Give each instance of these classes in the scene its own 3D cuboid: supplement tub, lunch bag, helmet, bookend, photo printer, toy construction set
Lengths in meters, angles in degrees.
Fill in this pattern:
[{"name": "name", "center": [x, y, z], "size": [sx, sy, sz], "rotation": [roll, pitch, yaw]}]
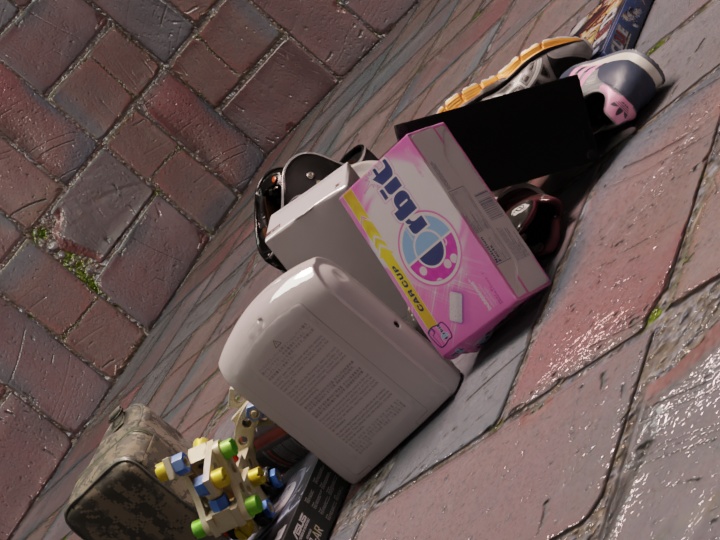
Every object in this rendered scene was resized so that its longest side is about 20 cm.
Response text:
[{"name": "supplement tub", "center": [-0.051, 0.150, 1.624], "size": [0.200, 0.107, 0.107], "rotation": [-34, 19, 55]}, {"name": "lunch bag", "center": [-0.221, 0.259, 1.722], "size": [0.139, 0.200, 0.168], "rotation": [-42, 16, 24]}, {"name": "helmet", "center": [-0.044, -0.085, 2.164], "size": [0.200, 0.189, 0.202], "rotation": [-176, 90, -70]}, {"name": "bookend", "center": [0.125, -0.132, 1.601], "size": [0.199, 0.093, 0.199], "rotation": [-16, 4, -8]}, {"name": "photo printer", "center": [-0.028, 0.093, 1.466], "size": [0.166, 0.200, 0.070], "rotation": [-46, 11, 25]}, {"name": "toy construction set", "center": [-0.128, 0.190, 1.494], "size": [0.092, 0.132, 0.200], "rotation": [-21, 18, 27]}]

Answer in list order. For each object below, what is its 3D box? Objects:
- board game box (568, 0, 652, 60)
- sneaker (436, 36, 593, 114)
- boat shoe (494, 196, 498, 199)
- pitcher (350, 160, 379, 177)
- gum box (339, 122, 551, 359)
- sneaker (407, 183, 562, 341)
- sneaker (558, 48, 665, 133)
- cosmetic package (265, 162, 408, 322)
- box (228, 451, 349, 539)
[{"name": "board game box", "center": [0.288, -0.273, 1.839], "size": [0.135, 0.035, 0.200], "rotation": [-40, 15, 43]}, {"name": "sneaker", "center": [0.188, -0.199, 1.744], "size": [0.199, 0.078, 0.078], "rotation": [-33, -19, 10]}, {"name": "boat shoe", "center": [0.091, -0.006, 1.668], "size": [0.200, 0.067, 0.057], "rotation": [-43, 8, 21]}, {"name": "pitcher", "center": [0.020, -0.022, 1.756], "size": [0.200, 0.120, 0.173], "rotation": [66, -147, -62]}, {"name": "gum box", "center": [0.083, -0.025, 1.442], "size": [0.066, 0.201, 0.113], "rotation": [-23, -14, -49]}, {"name": "sneaker", "center": [0.129, -0.008, 1.505], "size": [0.200, 0.076, 0.115], "rotation": [-51, 14, -6]}, {"name": "sneaker", "center": [0.243, -0.177, 1.609], "size": [0.082, 0.070, 0.200], "rotation": [-51, 9, -17]}, {"name": "cosmetic package", "center": [0.000, 0.000, 1.611], "size": [0.112, 0.201, 0.081], "rotation": [-31, 17, 15]}, {"name": "box", "center": [-0.090, 0.281, 1.505], "size": [0.160, 0.043, 0.200], "rotation": [-43, 13, 36]}]
